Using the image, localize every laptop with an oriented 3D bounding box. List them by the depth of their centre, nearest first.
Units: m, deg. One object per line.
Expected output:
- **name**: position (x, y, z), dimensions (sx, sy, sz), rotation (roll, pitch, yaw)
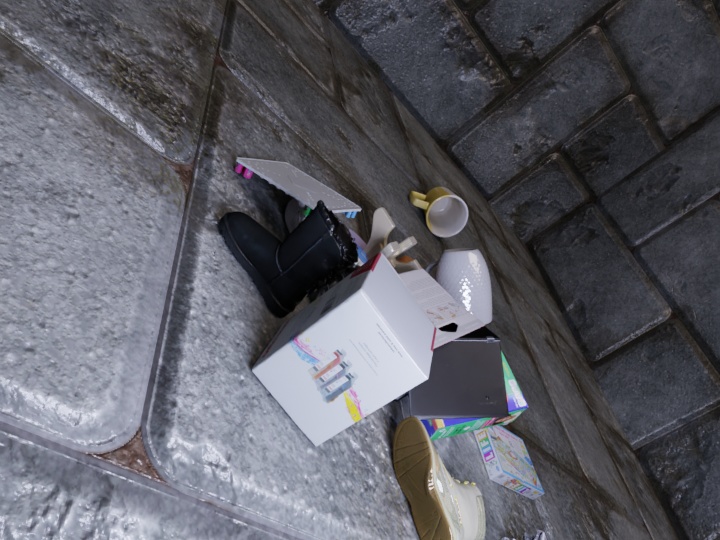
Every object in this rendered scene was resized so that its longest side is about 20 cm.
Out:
- **laptop**: position (0.153, 0.167, 1.036), dimensions (0.183, 0.119, 0.200), rotation (3, 15, -15)

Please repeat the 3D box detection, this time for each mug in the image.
- **mug**: position (0.236, 0.036, 1.435), dimensions (0.146, 0.198, 0.180), rotation (-9, 99, -42)
- **mug**: position (0.274, -0.230, 1.966), dimensions (0.187, 0.148, 0.154), rotation (50, 13, -26)

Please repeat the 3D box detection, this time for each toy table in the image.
- **toy table**: position (0.051, -0.030, 1.235), dimensions (0.201, 0.116, 0.184), rotation (53, 22, -5)

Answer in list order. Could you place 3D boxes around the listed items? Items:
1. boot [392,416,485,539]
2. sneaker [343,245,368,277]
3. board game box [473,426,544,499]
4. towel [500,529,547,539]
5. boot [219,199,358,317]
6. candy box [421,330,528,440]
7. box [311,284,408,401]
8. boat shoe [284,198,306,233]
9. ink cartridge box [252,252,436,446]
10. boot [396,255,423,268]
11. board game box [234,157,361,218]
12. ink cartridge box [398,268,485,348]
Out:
- **boot**: position (0.130, 0.341, 0.914), dimensions (0.154, 0.071, 0.203), rotation (23, 42, -51)
- **sneaker**: position (0.000, 0.000, 1.137), dimensions (0.202, 0.078, 0.089), rotation (55, 24, 2)
- **board game box**: position (0.326, 0.415, 1.258), dimensions (0.199, 0.034, 0.136), rotation (36, 28, -38)
- **towel**: position (0.310, 0.560, 0.944), dimensions (0.167, 0.085, 0.200), rotation (54, 21, -3)
- **boot**: position (-0.106, -0.044, 0.865), dimensions (0.200, 0.161, 0.073), rotation (56, 21, 6)
- **candy box**: position (0.190, 0.216, 1.081), dimensions (0.195, 0.078, 0.172), rotation (-7, 55, -20)
- **box**: position (0.004, 0.129, 1.000), dimensions (0.199, 0.043, 0.162), rotation (33, 30, -43)
- **boat shoe**: position (-0.096, -0.079, 1.064), dimensions (0.070, 0.069, 0.202), rotation (36, 27, -35)
- **ink cartridge box**: position (-0.018, 0.107, 0.780), dimensions (0.146, 0.198, 0.146), rotation (52, 22, -10)
- **boot**: position (0.150, 0.050, 1.384), dimensions (0.202, 0.073, 0.155), rotation (55, 18, -4)
- **board game box**: position (-0.116, -0.155, 1.089), dimensions (0.198, 0.026, 0.199), rotation (33, 18, 15)
- **ink cartridge box**: position (0.110, 0.077, 1.038), dimensions (0.198, 0.045, 0.176), rotation (-11, 47, -49)
